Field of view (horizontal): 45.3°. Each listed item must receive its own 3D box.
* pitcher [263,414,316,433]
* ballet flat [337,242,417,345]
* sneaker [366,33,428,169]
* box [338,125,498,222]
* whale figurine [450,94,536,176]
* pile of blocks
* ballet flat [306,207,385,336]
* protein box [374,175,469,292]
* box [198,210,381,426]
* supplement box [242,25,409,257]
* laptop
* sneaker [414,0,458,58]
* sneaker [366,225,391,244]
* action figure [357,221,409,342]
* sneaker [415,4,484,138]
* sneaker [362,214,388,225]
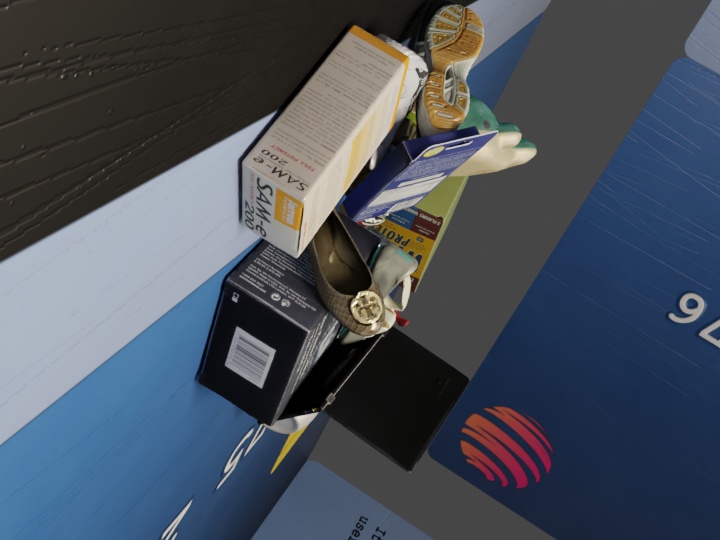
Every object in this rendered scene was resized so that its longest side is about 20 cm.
[{"bbox_3d":[-0.118,0.182,1.475,0.172,0.121,0.201,-45,-163,47],"label":"pitcher"},{"bbox_3d":[0.023,0.046,1.115,0.068,0.063,0.201,-59,175,-42],"label":"ballet flat"},{"bbox_3d":[0.019,-0.187,1.006,0.116,0.075,0.200,-61,176,-9],"label":"sneaker"},{"bbox_3d":[0.068,-0.123,1.056,0.120,0.033,0.200,-18,168,-36],"label":"box"},{"bbox_3d":[0.157,-0.188,1.200,0.198,0.105,0.158,-1,172,-40],"label":"whale figurine"},{"bbox_3d":[0.025,-0.168,1.143,0.082,0.062,0.201,35,-81,56],"label":"pile of blocks"},{"bbox_3d":[-0.027,-0.020,0.978,0.067,0.202,0.046,-16,160,-26],"label":"ballet flat"},{"bbox_3d":[0.088,-0.115,1.443,0.201,0.134,0.199,107,10,-54],"label":"protein box"},{"bbox_3d":[-0.088,0.048,1.079,0.200,0.117,0.198,-53,171,-46],"label":"box"},{"bbox_3d":[-0.037,-0.129,0.873,0.201,0.073,0.126,-56,172,-25],"label":"supplement box"},{"bbox_3d":[0.005,0.170,1.136,0.199,0.117,0.187,-20,-162,41],"label":"laptop"},{"bbox_3d":[0.106,-0.305,1.221,0.116,0.074,0.201,-101,-176,-48],"label":"sneaker"},{"bbox_3d":[-0.004,-0.017,1.316,0.086,0.078,0.200,-49,-176,-12],"label":"sneaker"},{"bbox_3d":[0.000,0.000,1.191,0.065,0.201,0.099,-31,-177,-6],"label":"action figure"},{"bbox_3d":[0.101,-0.246,1.092,0.088,0.075,0.202,120,-12,-62],"label":"sneaker"},{"bbox_3d":[0.029,-0.165,1.243,0.202,0.075,0.081,-65,-162,0],"label":"sneaker"}]
